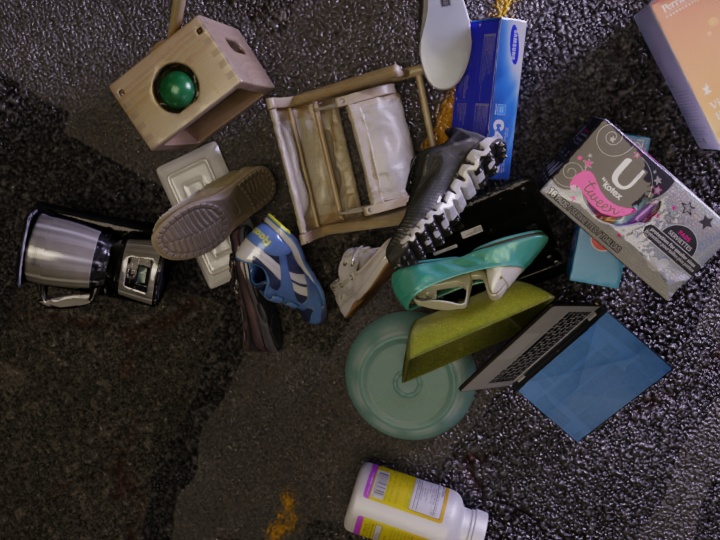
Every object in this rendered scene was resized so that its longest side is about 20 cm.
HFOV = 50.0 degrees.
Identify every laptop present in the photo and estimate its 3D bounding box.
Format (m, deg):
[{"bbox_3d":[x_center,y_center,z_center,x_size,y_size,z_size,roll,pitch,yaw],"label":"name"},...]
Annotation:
[{"bbox_3d":[0.168,-0.024,1.027,0.176,0.103,0.201,-22,114,12],"label":"laptop"},{"bbox_3d":[0.275,0.145,1.041,0.187,0.199,0.116,-50,56,31],"label":"laptop"}]

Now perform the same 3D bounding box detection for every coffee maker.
[{"bbox_3d":[-0.377,-0.033,1.131,0.199,0.193,0.135,11,124,-13],"label":"coffee maker"}]

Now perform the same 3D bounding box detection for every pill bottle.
[{"bbox_3d":[0.082,0.362,1.142,0.199,0.104,0.105,17,103,7],"label":"pill bottle"}]

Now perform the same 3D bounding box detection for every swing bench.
[{"bbox_3d":[0.000,-0.157,1.049,0.199,0.130,0.200,-9,100,25],"label":"swing bench"}]

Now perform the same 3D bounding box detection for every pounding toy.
[{"bbox_3d":[-0.227,-0.271,1.031,0.184,0.200,0.143,-33,93,14],"label":"pounding toy"}]

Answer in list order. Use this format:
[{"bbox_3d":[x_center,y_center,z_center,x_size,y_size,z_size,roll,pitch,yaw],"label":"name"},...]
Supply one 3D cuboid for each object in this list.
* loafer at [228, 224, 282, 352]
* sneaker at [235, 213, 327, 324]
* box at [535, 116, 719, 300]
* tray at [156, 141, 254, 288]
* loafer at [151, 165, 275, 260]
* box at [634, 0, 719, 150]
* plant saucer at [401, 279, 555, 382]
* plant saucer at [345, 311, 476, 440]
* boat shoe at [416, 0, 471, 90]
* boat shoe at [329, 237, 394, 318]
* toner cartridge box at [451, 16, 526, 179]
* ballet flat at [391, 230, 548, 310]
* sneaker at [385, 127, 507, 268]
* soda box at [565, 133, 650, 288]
[{"bbox_3d":[-0.167,0.033,1.132,0.063,0.072,0.201,-8,112,14],"label":"loafer"},{"bbox_3d":[-0.111,0.013,1.088,0.082,0.074,0.201,-40,132,-15],"label":"sneaker"},{"bbox_3d":[0.326,-0.081,0.937,0.200,0.132,0.115,40,106,0],"label":"box"},{"bbox_3d":[-0.224,-0.080,1.157,0.107,0.022,0.201,-22,96,12],"label":"tray"},{"bbox_3d":[-0.210,-0.082,1.094,0.200,0.068,0.076,-34,117,-25],"label":"loafer"},{"bbox_3d":[0.460,-0.273,0.958,0.152,0.106,0.201,-29,95,14],"label":"box"},{"bbox_3d":[0.139,0.076,1.021,0.199,0.200,0.048,-22,74,-5],"label":"plant saucer"},{"bbox_3d":[0.071,0.162,1.143,0.198,0.036,0.202,2,101,10],"label":"plant saucer"},{"bbox_3d":[0.104,-0.339,1.030,0.069,0.066,0.202,-8,94,-1],"label":"boat shoe"},{"bbox_3d":[0.000,0.000,1.063,0.069,0.071,0.200,50,147,7],"label":"boat shoe"},{"bbox_3d":[0.165,-0.225,1.022,0.043,0.095,0.202,-1,103,-25],"label":"toner cartridge box"},{"bbox_3d":[0.137,0.009,0.944,0.199,0.067,0.071,-15,70,12],"label":"ballet flat"},{"bbox_3d":[0.084,-0.093,0.928,0.090,0.067,0.200,35,81,28],"label":"sneaker"},{"bbox_3d":[0.329,-0.083,1.037,0.067,0.064,0.202,10,101,8],"label":"soda box"}]
